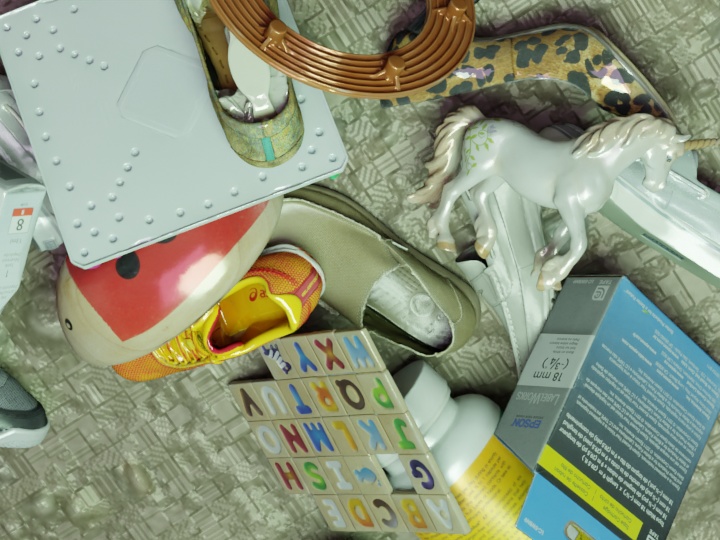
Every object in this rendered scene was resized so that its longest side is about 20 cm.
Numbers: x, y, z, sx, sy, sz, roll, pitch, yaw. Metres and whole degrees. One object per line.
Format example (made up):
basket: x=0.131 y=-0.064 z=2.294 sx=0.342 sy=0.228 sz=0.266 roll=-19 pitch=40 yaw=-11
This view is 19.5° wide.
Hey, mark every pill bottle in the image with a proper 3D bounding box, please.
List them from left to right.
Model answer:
pill bottle: x=0.088 y=0.163 z=1.550 sx=0.200 sy=0.113 sz=0.113 roll=44 pitch=103 yaw=-10

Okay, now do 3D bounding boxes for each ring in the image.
ring: x=-0.013 y=-0.198 z=1.413 sx=0.200 sy=0.201 sz=0.019 roll=25 pitch=138 yaw=-6

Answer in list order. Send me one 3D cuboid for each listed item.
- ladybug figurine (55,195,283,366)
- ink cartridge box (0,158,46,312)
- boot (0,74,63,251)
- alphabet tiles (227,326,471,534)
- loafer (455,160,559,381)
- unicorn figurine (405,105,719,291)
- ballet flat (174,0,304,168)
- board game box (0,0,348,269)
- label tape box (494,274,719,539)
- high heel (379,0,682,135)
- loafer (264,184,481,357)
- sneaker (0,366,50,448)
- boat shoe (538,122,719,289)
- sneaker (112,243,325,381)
ladybug figurine: x=-0.141 y=-0.018 z=1.487 sx=0.200 sy=0.136 sz=0.072 roll=-41 pitch=126 yaw=6
ink cartridge box: x=-0.312 y=-0.001 z=1.472 sx=0.162 sy=0.050 sz=0.200 roll=29 pitch=115 yaw=27
boot: x=-0.250 y=-0.118 z=1.506 sx=0.096 sy=0.074 sz=0.200 roll=-38 pitch=96 yaw=-12
alphabet tiles: x=-0.019 y=0.119 z=1.519 sx=0.008 sy=0.200 sz=0.167 roll=-37 pitch=106 yaw=-33
loafer: x=0.105 y=-0.007 z=1.526 sx=0.070 sy=0.070 sz=0.200 roll=-9 pitch=98 yaw=9
unicorn figurine: x=0.133 y=-0.059 z=1.437 sx=0.200 sy=0.074 sz=0.138 roll=21 pitch=99 yaw=11
ballet flat: x=-0.086 y=-0.166 z=1.413 sx=0.071 sy=0.071 sz=0.200 roll=-21 pitch=71 yaw=7
board game box: x=-0.132 y=-0.120 z=1.450 sx=0.200 sy=0.026 sz=0.200 roll=-21 pitch=71 yaw=-2
label tape box: x=0.170 y=0.124 z=1.487 sx=0.144 sy=0.063 sz=0.200 roll=40 pitch=66 yaw=-32
high heel: x=0.117 y=-0.120 z=1.482 sx=0.200 sy=0.071 sz=0.143 roll=42 pitch=98 yaw=6
loafer: x=0.000 y=0.000 z=1.527 sx=0.200 sy=0.067 sz=0.076 roll=26 pitch=105 yaw=-6
sneaker: x=-0.296 y=0.041 z=1.540 sx=0.200 sy=0.075 sz=0.114 roll=36 pitch=107 yaw=-6
boat shoe: x=0.220 y=-0.057 z=1.513 sx=0.201 sy=0.070 sz=0.072 roll=34 pitch=84 yaw=-7
sneaker: x=-0.117 y=0.037 z=1.515 sx=0.200 sy=0.077 sz=0.073 roll=-26 pitch=107 yaw=36
